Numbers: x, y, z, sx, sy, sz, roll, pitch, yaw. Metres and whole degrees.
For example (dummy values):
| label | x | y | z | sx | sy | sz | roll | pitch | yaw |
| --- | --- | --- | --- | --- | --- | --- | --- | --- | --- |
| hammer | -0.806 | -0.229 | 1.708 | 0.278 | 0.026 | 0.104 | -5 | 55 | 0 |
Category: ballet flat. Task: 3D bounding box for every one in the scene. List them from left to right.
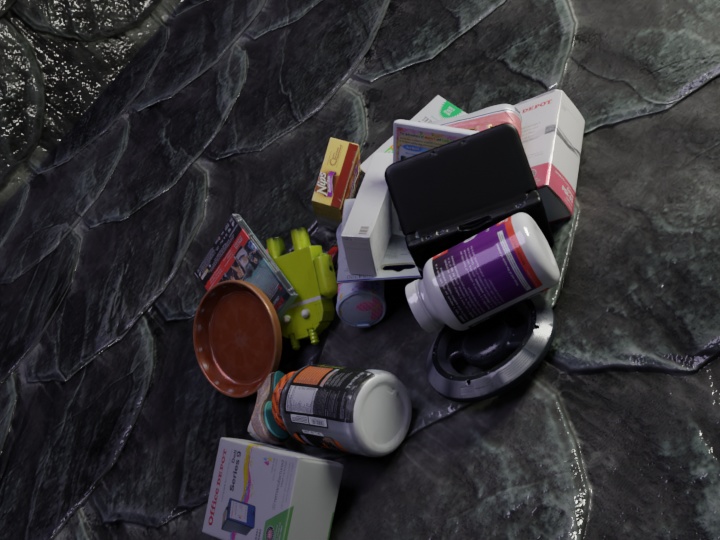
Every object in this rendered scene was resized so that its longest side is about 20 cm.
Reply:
| label | x | y | z | sx | sy | sz | roll | pitch | yaw |
| --- | --- | --- | --- | --- | --- | --- | --- | --- | --- |
| ballet flat | -0.144 | 0.232 | 1.633 | 0.067 | 0.068 | 0.200 | -43 | 12 | 16 |

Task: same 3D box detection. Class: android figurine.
| label | x | y | z | sx | sy | sz | roll | pitch | yaw |
| --- | --- | --- | --- | --- | --- | --- | --- | --- | --- |
| android figurine | -0.109 | 0.033 | 1.758 | 0.182 | 0.041 | 0.201 | -16 | 80 | 38 |

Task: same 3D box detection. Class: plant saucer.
| label | x | y | z | sx | sy | sz | roll | pitch | yaw |
| --- | --- | --- | --- | --- | --- | --- | --- | --- | --- |
| plant saucer | -0.208 | 0.116 | 1.768 | 0.200 | 0.032 | 0.201 | 3 | 94 | 39 |

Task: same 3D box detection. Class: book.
| label | x | y | z | sx | sy | sz | roll | pitch | yaw |
| --- | --- | --- | --- | --- | --- | --- | --- | --- | --- |
| book | 0.107 | -0.218 | 1.864 | 0.200 | 0.048 | 0.134 | -44 | 35 | 0 |

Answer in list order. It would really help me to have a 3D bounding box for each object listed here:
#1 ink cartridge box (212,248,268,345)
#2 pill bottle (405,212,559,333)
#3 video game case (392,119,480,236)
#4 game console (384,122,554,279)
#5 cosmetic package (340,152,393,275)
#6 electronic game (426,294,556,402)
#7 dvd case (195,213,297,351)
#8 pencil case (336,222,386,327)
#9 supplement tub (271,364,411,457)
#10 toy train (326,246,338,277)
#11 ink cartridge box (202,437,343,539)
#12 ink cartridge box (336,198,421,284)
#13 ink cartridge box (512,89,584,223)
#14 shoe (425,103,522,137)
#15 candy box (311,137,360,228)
| label | x | y | z | sx | sy | sz | roll | pitch | yaw |
| --- | --- | --- | --- | --- | --- | --- | --- | --- | --- |
| ink cartridge box | -0.193 | 0.059 | 1.884 | 0.200 | 0.067 | 0.117 | -44 | 33 | 2 |
| pill bottle | 0.166 | 0.010 | 1.427 | 0.200 | 0.113 | 0.113 | -27 | 37 | 17 |
| video game case | 0.136 | -0.124 | 1.552 | 0.199 | 0.183 | 0.024 | 14 | 26 | 31 |
| game console | 0.159 | -0.088 | 1.491 | 0.199 | 0.176 | 0.117 | -19 | 50 | 9 |
| cosmetic package | 0.022 | -0.091 | 1.621 | 0.050 | 0.083 | 0.200 | 3 | 45 | 18 |
| electronic game | 0.180 | 0.102 | 1.440 | 0.200 | 0.042 | 0.200 | -27 | 31 | 18 |
| dvd case | -0.202 | 0.022 | 1.794 | 0.200 | 0.022 | 0.146 | 52 | 120 | 28 |
| pencil case | 0.000 | 0.000 | 1.711 | 0.200 | 0.083 | 0.091 | -91 | 9 | -47 |
| supplement tub | -0.033 | 0.200 | 1.505 | 0.200 | 0.122 | 0.123 | 0 | 55 | 49 |
| toy train | -0.042 | -0.017 | 1.813 | 0.034 | 0.046 | 0.200 | 9 | 62 | 52 |
| ink cartridge box | -0.130 | 0.327 | 1.479 | 0.200 | 0.087 | 0.146 | 2 | 78 | 51 |
| ink cartridge box | 0.065 | -0.044 | 1.650 | 0.195 | 0.043 | 0.200 | -3 | 46 | 8 |
| ink cartridge box | 0.259 | -0.165 | 1.595 | 0.146 | 0.083 | 0.201 | -16 | 44 | 39 |
| shoe | 0.152 | -0.185 | 1.579 | 0.199 | 0.072 | 0.091 | -17 | 41 | 20 |
| candy box | -0.040 | -0.149 | 1.814 | 0.200 | 0.056 | 0.117 | 92 | -166 | -83 |
